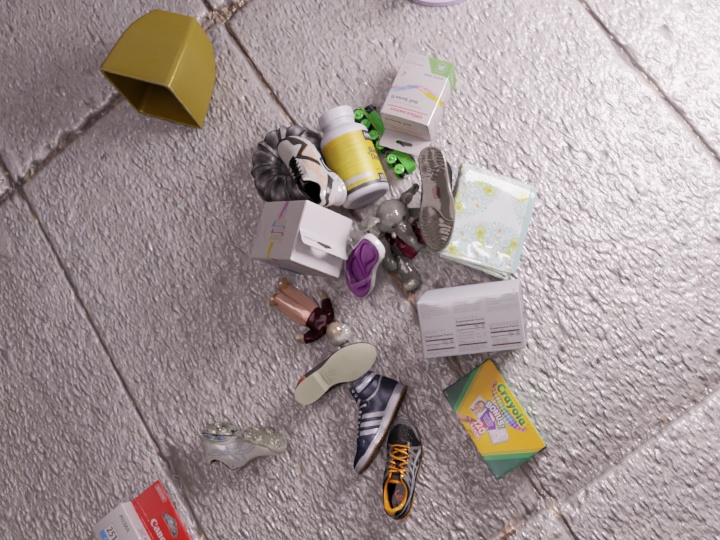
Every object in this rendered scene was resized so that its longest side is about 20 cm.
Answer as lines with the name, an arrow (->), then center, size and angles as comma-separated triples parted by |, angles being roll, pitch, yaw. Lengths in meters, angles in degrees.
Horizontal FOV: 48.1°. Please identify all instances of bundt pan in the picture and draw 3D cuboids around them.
bundt pan -> -0.158, -0.232, 1.797 | 0.197, 0.076, 0.207 | -2, 81, 15

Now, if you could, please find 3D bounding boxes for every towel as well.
towel -> 0.257, -0.099, 1.638 | 0.168, 0.048, 0.204 | 18, 84, -10

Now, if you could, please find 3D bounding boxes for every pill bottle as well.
pill bottle -> -0.021, -0.244, 1.733 | 0.110, 0.112, 0.204 | -23, 81, 10

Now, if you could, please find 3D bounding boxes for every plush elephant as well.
plush elephant -> 0.086, -0.087, 1.660 | 0.164, 0.155, 0.201 | -41, 73, 5

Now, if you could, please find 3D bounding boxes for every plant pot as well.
plant pot -> -0.444, -0.481, 1.866 | 0.191, 0.196, 0.204 | 16, 77, 17

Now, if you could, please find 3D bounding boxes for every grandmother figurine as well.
grandmother figurine -> -0.104, 0.102, 1.734 | 0.198, 0.060, 0.123 | 30, 98, 21

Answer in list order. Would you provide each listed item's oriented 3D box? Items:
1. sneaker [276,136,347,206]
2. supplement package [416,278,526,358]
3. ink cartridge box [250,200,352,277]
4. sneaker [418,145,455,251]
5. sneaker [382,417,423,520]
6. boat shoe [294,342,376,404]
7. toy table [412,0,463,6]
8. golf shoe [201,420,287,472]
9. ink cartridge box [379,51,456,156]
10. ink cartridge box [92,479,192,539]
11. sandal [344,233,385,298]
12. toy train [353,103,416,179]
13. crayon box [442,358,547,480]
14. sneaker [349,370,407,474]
sneaker -> -0.114, -0.209, 1.687 | 0.200, 0.079, 0.074 | 45, 130, 22
supplement package -> 0.222, 0.092, 1.581 | 0.196, 0.156, 0.113 | -7, 96, 14
ink cartridge box -> -0.117, -0.065, 1.680 | 0.198, 0.127, 0.128 | 4, 78, 54
sneaker -> 0.161, -0.141, 1.606 | 0.073, 0.106, 0.205 | -1, 91, 17
sneaker -> 0.081, 0.398, 1.619 | 0.077, 0.077, 0.205 | -1, 79, 17
boat shoe -> -0.053, 0.212, 1.696 | 0.198, 0.063, 0.072 | -35, 91, 7
toy table -> 0.159, -0.667, 1.763 | 0.196, 0.117, 0.188 | -2, 80, 16
golf shoe -> -0.246, 0.385, 1.727 | 0.196, 0.078, 0.100 | 5, 99, 22
ink cartridge box -> 0.118, -0.355, 1.725 | 0.115, 0.067, 0.203 | 17, 73, 17
ink cartridge box -> -0.467, 0.591, 1.756 | 0.175, 0.045, 0.201 | -38, 73, 7
sandal -> -0.005, -0.005, 1.658 | 0.082, 0.204, 0.050 | 43, 57, 17
toy train -> 0.053, -0.286, 1.767 | 0.056, 0.042, 0.202 | -34, 73, -3
crayon box -> 0.265, 0.292, 1.595 | 0.118, 0.058, 0.202 | -35, 73, 7
sneaker -> 0.008, 0.306, 1.658 | 0.107, 0.070, 0.203 | 26, 81, 13
